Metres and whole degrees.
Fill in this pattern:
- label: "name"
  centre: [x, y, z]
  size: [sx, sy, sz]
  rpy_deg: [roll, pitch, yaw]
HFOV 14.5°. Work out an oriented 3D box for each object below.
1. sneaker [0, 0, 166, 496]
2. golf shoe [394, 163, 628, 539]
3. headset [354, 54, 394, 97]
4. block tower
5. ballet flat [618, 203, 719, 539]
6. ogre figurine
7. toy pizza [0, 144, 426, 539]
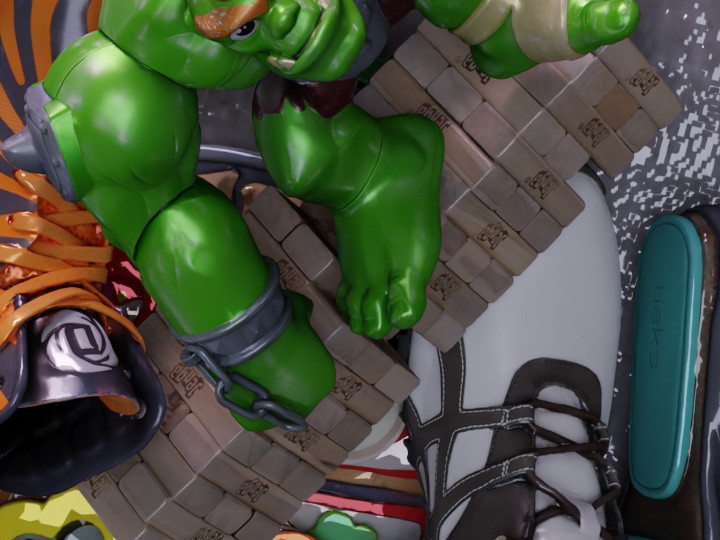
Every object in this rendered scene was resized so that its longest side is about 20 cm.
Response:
- label: "sneaker"
  centre: [-0.077, -0.014, 0.788]
  size: [0.077, 0.112, 0.200]
  rpy_deg: [13, 117, -39]
- label: "golf shoe"
  centre: [0.054, 0.065, 0.841]
  size: [0.077, 0.094, 0.201]
  rpy_deg: [10, 93, -33]
- label: "headset"
  centre: [0.032, -0.141, 0.821]
  size: [0.123, 0.094, 0.200]
  rpy_deg: [14, 114, -48]
- label: "block tower"
  centre: [0.000, 0.000, 0.818]
  size: [0.200, 0.058, 0.054]
  rpy_deg: [-45, 55, 4]
- label: "ballet flat"
  centre: [0.108, 0.081, 0.873]
  size: [0.073, 0.073, 0.201]
  rpy_deg: [11, 92, -4]
- label: "ogre figurine"
  centre: [-0.012, -0.062, 0.733]
  size: [0.120, 0.098, 0.200]
  rpy_deg: [26, 119, -29]
- label: "toy pizza"
  centre: [-0.054, 0.061, 0.879]
  size: [0.199, 0.032, 0.201]
  rpy_deg: [0, 98, -3]
